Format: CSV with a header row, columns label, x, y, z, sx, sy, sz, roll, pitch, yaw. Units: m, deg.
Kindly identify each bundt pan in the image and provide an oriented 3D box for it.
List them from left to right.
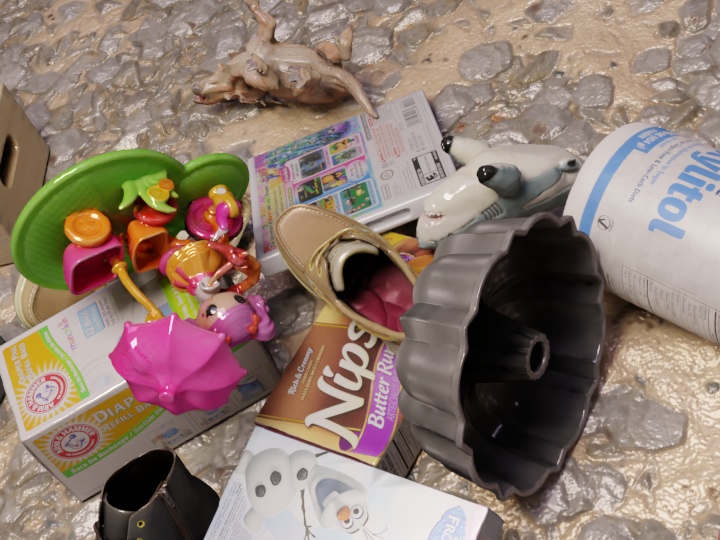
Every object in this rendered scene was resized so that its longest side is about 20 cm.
label,x,y,z,sx,sy,sz,roll,pitch,yaw
bundt pan,0.094,0.055,0.879,0.076,0.202,0.202,9,57,38

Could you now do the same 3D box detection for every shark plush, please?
label,x,y,z,sx,sy,sz,roll,pitch,yaw
shark plush,0.140,-0.061,1.009,0.199,0.084,0.091,-8,25,-28

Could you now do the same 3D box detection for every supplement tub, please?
label,x,y,z,sx,sy,sz,roll,pitch,yaw
supplement tub,0.260,-0.018,0.910,0.200,0.132,0.132,28,67,37

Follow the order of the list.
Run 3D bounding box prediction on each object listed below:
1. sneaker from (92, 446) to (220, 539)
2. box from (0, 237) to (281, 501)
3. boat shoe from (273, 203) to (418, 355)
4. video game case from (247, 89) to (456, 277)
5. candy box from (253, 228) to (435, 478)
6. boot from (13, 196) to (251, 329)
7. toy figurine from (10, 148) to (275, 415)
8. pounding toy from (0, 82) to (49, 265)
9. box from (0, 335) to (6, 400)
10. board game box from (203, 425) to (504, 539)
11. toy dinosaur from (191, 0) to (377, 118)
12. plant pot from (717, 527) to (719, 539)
label,x,y,z,sx,sy,sz,roll,pitch,yaw
sneaker,-0.182,0.226,0.910,0.075,0.106,0.200,16,61,31
box,-0.183,0.080,1.029,0.200,0.101,0.113,-29,48,-2
boat shoe,0.000,0.000,0.955,0.200,0.066,0.074,36,81,33
video game case,-0.011,-0.082,1.106,0.182,0.024,0.200,-22,31,5
candy box,0.017,0.068,0.989,0.116,0.057,0.200,16,59,31
boot,-0.205,-0.011,1.126,0.154,0.072,0.200,18,57,39
toy figurine,-0.133,0.019,0.931,0.200,0.150,0.184,-19,58,-27
pounding toy,-0.436,-0.112,1.259,0.183,0.142,0.200,-11,50,13
box,-0.431,0.091,1.119,0.199,0.106,0.123,4,55,24
board game box,-0.028,0.231,0.863,0.199,0.043,0.200,14,71,32
toy dinosaur,-0.064,-0.190,1.207,0.199,0.136,0.086,19,73,10
plant pot,0.281,0.230,0.675,0.199,0.200,0.180,9,72,28
